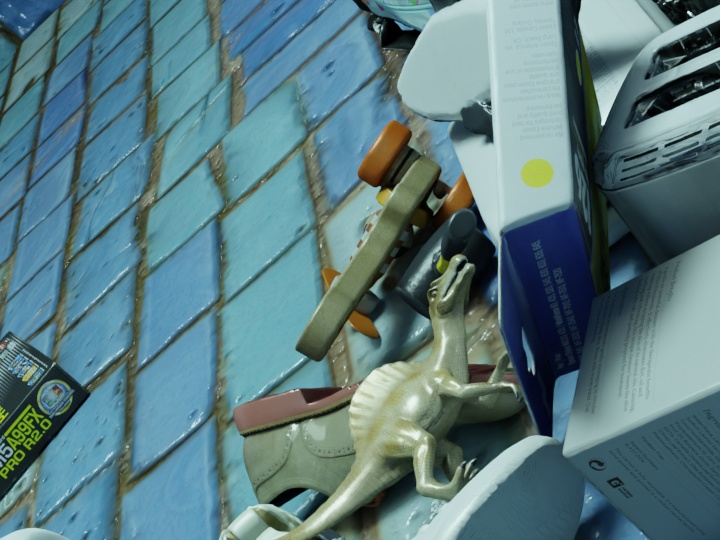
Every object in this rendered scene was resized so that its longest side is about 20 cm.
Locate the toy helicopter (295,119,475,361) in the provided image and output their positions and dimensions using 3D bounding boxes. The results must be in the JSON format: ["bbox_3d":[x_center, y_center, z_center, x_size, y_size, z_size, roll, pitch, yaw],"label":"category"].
[{"bbox_3d":[0.000,0.000,1.156,0.132,0.079,0.200,-58,-2,39],"label":"toy helicopter"}]

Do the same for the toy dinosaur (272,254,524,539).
[{"bbox_3d":[0.028,0.092,0.920,0.101,0.058,0.200,24,72,35],"label":"toy dinosaur"}]

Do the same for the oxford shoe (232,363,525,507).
[{"bbox_3d":[0.016,0.097,1.007,0.199,0.070,0.075,-15,81,37],"label":"oxford shoe"}]

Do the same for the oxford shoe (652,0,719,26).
[{"bbox_3d":[0.208,-0.175,1.002,0.084,0.073,0.200,-43,-4,15],"label":"oxford shoe"}]

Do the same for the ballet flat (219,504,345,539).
[{"bbox_3d":[-0.038,0.163,0.957,0.073,0.073,0.200,-49,21,-8],"label":"ballet flat"}]

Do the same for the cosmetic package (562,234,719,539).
[{"bbox_3d":[0.192,0.032,0.743,0.200,0.085,0.108,-28,29,37],"label":"cosmetic package"}]

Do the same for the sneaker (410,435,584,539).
[{"bbox_3d":[0.024,0.154,0.835,0.200,0.075,0.088,-51,35,-9],"label":"sneaker"}]

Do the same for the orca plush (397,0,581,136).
[{"bbox_3d":[0.099,-0.154,1.065,0.071,0.105,0.200,-16,-26,-33],"label":"orca plush"}]

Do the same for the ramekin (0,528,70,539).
[{"bbox_3d":[-0.161,0.232,0.901,0.098,0.201,0.201,-36,22,5],"label":"ramekin"}]

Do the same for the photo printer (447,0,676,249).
[{"bbox_3d":[0.139,-0.085,1.066,0.166,0.069,0.200,-42,22,12],"label":"photo printer"}]

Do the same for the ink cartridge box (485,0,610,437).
[{"bbox_3d":[0.097,-0.031,0.857,0.047,0.198,0.201,-7,66,10],"label":"ink cartridge box"}]

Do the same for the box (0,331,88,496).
[{"bbox_3d":[-0.337,0.142,1.580,0.160,0.044,0.200,-50,22,-10],"label":"box"}]

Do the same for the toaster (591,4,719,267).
[{"bbox_3d":[0.205,-0.057,0.814,0.200,0.129,0.114,-20,34,48],"label":"toaster"}]

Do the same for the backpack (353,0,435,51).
[{"bbox_3d":[0.067,-0.262,1.435,0.167,0.127,0.200,-42,25,1],"label":"backpack"}]

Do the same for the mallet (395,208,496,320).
[{"bbox_3d":[0.048,-0.004,1.034,0.066,0.041,0.200,-53,-5,1],"label":"mallet"}]
